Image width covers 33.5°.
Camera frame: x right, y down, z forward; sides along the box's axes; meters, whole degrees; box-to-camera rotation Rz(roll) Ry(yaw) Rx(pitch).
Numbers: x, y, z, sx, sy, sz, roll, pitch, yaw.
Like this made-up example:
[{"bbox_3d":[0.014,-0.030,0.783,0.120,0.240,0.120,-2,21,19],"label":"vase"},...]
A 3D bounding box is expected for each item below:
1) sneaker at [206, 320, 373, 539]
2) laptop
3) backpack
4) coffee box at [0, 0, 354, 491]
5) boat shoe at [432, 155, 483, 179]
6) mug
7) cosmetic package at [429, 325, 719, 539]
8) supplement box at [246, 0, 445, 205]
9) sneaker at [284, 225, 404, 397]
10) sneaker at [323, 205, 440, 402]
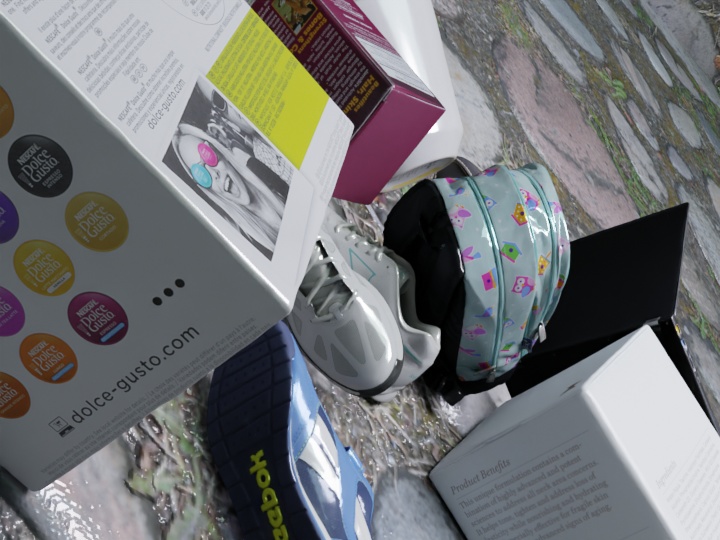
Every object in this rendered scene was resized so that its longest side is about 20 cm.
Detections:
[{"bbox_3d":[-0.040,0.128,0.763,0.082,0.073,0.202,15,55,-55],"label":"sneaker"},{"bbox_3d":[0.234,0.072,1.088,0.115,0.186,0.202,-26,94,-48],"label":"laptop"},{"bbox_3d":[0.096,-0.005,0.992,0.201,0.125,0.168,96,-27,-61],"label":"backpack"},{"bbox_3d":[-0.149,-0.051,0.631,0.198,0.199,0.201,46,29,-18],"label":"coffee box"},{"bbox_3d":[0.101,-0.039,1.182,0.062,0.072,0.202,30,41,-45],"label":"boat shoe"},{"bbox_3d":[0.034,-0.162,1.136,0.186,0.148,0.155,-13,79,-55],"label":"mug"},{"bbox_3d":[0.197,0.186,0.966,0.201,0.167,0.166,58,34,3],"label":"cosmetic package"},{"bbox_3d":[-0.036,-0.166,1.000,0.085,0.111,0.201,10,37,-54],"label":"supplement box"},{"bbox_3d":[-0.046,-0.001,0.855,0.202,0.075,0.115,56,4,20],"label":"sneaker"},{"bbox_3d":[0.000,0.000,0.961,0.070,0.080,0.202,-12,69,-60],"label":"sneaker"}]
